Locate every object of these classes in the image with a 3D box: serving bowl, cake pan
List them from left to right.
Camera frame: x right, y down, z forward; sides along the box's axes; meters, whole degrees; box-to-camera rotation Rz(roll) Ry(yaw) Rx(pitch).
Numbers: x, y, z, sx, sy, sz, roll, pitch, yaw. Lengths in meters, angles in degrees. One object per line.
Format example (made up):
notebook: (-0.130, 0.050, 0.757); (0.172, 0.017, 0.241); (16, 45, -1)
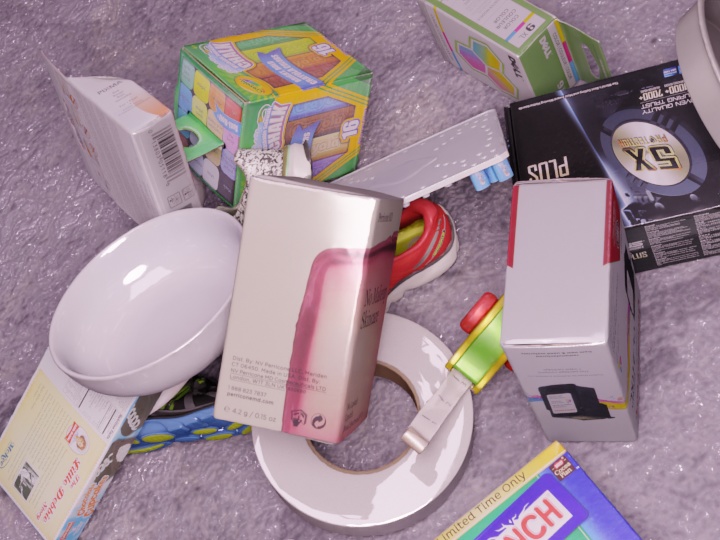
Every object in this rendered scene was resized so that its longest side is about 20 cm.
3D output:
serving bowl: (-0.173, 0.037, 1.125); (0.199, 0.066, 0.201); (-18, 40, 16)
cake pan: (0.336, -0.154, 1.102); (0.037, 0.200, 0.201); (-29, 51, 37)

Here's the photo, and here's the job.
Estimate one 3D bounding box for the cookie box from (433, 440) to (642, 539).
cookie box: (0.157, 0.265, 1.000); (0.171, 0.075, 0.200); (-39, 54, -1)

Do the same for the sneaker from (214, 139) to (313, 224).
sneaker: (-0.102, -0.037, 1.229); (0.088, 0.201, 0.077); (9, 23, -7)

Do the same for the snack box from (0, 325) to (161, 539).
snack box: (-0.273, 0.150, 1.208); (0.116, 0.037, 0.200); (42, 113, 25)

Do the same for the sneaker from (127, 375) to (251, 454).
sneaker: (-0.168, 0.122, 1.223); (0.199, 0.071, 0.083); (-11, 64, 21)

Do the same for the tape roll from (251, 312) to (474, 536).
tape roll: (0.002, 0.134, 1.136); (0.202, 0.037, 0.204); (-3, 65, 6)

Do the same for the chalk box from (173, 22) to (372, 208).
chalk box: (-0.108, -0.154, 1.267); (0.199, 0.124, 0.124); (-19, 46, -35)

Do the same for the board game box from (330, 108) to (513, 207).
board game box: (0.046, -0.083, 1.204); (0.199, 0.026, 0.200); (-24, 16, 10)

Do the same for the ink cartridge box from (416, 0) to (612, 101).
ink cartridge box: (0.153, -0.218, 1.259); (0.059, 0.104, 0.200); (-47, 56, -7)

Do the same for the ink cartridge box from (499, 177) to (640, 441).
ink cartridge box: (0.178, 0.038, 1.045); (0.082, 0.200, 0.146); (-3, 62, 19)

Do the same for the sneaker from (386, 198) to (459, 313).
sneaker: (0.000, 0.000, 1.212); (0.200, 0.085, 0.077); (-40, 54, -2)

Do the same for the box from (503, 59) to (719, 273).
box: (0.242, -0.087, 1.158); (0.199, 0.086, 0.165); (-12, 59, 16)

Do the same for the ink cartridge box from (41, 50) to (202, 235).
ink cartridge box: (-0.227, -0.120, 1.240); (0.050, 0.163, 0.200); (-30, 45, -18)

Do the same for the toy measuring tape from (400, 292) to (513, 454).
toy measuring tape: (0.103, 0.074, 1.098); (0.073, 0.074, 0.200); (17, 44, 30)

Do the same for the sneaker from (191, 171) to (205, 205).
sneaker: (-0.187, -0.003, 1.311); (0.099, 0.075, 0.201); (14, 76, 22)

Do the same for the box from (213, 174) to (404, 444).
box: (-0.040, 0.028, 1.058); (0.108, 0.128, 0.201); (11, 96, 11)

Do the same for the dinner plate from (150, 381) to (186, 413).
dinner plate: (-0.227, 0.051, 1.240); (0.199, 0.024, 0.201); (-13, 63, 26)
